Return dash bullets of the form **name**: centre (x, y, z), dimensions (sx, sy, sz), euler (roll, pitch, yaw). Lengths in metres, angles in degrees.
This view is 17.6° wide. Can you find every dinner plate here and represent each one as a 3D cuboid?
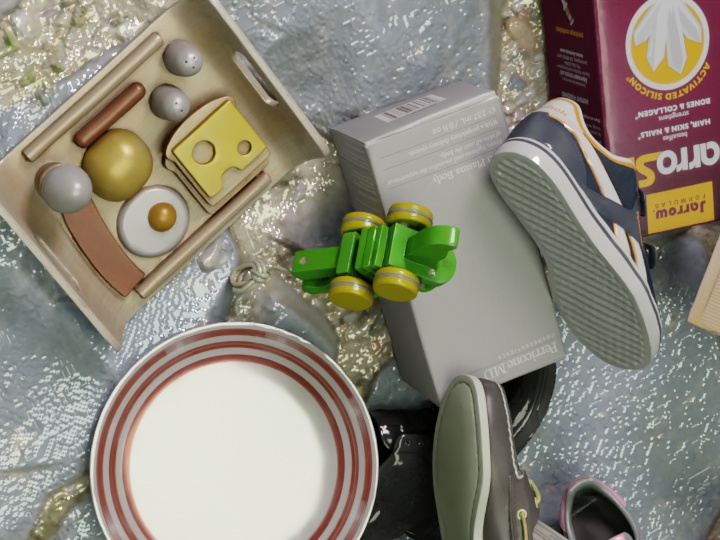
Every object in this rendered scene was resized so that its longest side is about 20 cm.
- **dinner plate**: centre (-0.087, 0.135, 1.599), dimensions (0.198, 0.024, 0.202), euler (0, 93, -7)

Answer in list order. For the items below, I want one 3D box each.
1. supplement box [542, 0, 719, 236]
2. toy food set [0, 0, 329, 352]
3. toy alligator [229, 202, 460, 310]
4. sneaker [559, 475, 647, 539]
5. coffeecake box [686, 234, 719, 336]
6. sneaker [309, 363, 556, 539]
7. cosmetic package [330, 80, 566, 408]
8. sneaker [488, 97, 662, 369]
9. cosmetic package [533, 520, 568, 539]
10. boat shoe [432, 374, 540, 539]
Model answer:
- **supplement box**: centre (0.198, -0.132, 1.645), dimensions (0.110, 0.086, 0.202), euler (-12, 106, -20)
- **toy food set**: centre (-0.132, -0.065, 1.535), dimensions (0.200, 0.060, 0.144), euler (-42, 114, -8)
- **toy alligator**: centre (0.000, 0.000, 1.551), dimensions (0.054, 0.199, 0.060), euler (33, 58, -39)
- **sneaker**: centre (0.191, 0.234, 1.658), dimensions (0.070, 0.201, 0.082), euler (-28, 140, -3)
- **coffeecake box**: centre (0.334, -0.008, 1.690), dimensions (0.200, 0.073, 0.155), euler (16, 96, -55)
- **sneaker**: centre (0.049, 0.122, 1.653), dimensions (0.104, 0.060, 0.200), euler (32, 93, -29)
- **cosmetic package**: centre (0.061, -0.019, 1.612), dimensions (0.106, 0.090, 0.201), euler (-23, 106, -13)
- **sneaker**: centre (0.162, -0.027, 1.582), dimensions (0.080, 0.078, 0.201), euler (-52, 127, -34)
- **cosmetic package**: centre (0.059, 0.245, 1.662), dimensions (0.199, 0.105, 0.072), euler (-13, 107, -18)
- **boat shoe**: centre (0.090, 0.170, 1.584), dimensions (0.060, 0.072, 0.203), euler (-2, 93, -24)
